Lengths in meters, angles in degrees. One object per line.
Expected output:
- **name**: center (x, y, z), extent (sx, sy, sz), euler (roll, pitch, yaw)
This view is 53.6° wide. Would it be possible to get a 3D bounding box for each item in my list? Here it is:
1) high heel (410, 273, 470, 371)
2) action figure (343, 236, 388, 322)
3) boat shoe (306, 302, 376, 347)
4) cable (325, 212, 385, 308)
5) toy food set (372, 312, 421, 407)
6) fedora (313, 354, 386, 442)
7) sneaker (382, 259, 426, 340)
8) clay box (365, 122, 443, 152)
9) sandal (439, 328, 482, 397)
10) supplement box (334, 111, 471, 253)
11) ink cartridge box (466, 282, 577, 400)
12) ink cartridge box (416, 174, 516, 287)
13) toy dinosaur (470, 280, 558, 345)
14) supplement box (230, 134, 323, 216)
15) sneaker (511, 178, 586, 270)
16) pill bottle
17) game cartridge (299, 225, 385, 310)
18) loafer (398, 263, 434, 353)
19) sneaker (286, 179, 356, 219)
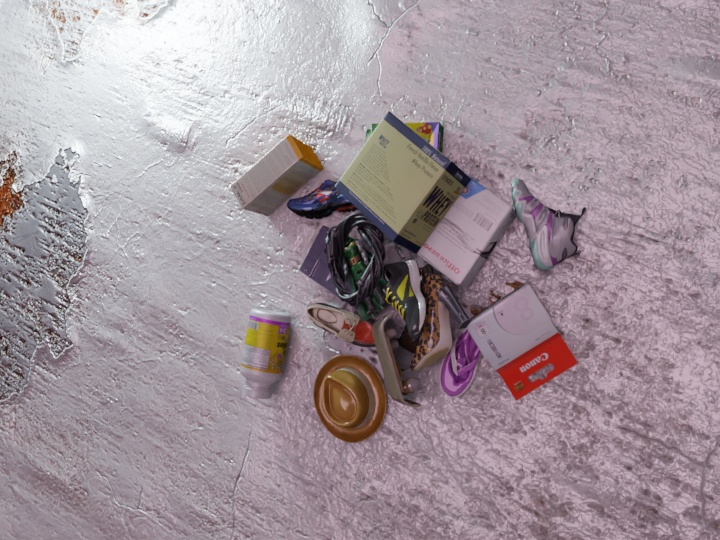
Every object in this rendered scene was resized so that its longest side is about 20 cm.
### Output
- **high heel**: center (0.145, 0.113, 1.549), extent (0.201, 0.070, 0.144), euler (-52, 55, 31)
- **action figure**: center (0.000, 0.000, 1.641), extent (0.117, 0.054, 0.204), euler (-34, 70, 19)
- **boat shoe**: center (-0.036, 0.126, 1.670), extent (0.196, 0.062, 0.073), euler (22, 91, 21)
- **cable**: center (-0.006, -0.020, 1.574), extent (0.160, 0.050, 0.206), euler (-14, 77, 38)
- **toy food set**: center (0.082, 0.196, 1.562), extent (0.059, 0.143, 0.206), euler (-15, 87, -9)
- **fedora**: center (-0.037, 0.296, 1.642), extent (0.195, 0.081, 0.207), euler (-3, 83, 22)
- **sneaker**: center (0.089, 0.064, 1.516), extent (0.082, 0.076, 0.203), euler (0, 46, -7)
- **clay box**: center (0.093, -0.282, 1.663), extent (0.194, 0.047, 0.119), euler (3, 86, 22)
- **sandal**: center (0.229, 0.180, 1.560), extent (0.081, 0.050, 0.207), euler (29, 94, 22)
- **supplement box**: center (0.091, -0.187, 1.531), extent (0.200, 0.133, 0.202), euler (43, 101, 27)
- **ink cartridge box**: center (0.337, 0.152, 1.490), extent (0.161, 0.057, 0.203), euler (-33, 86, 15)
- **ink cartridge box**: center (0.228, -0.087, 1.568), extent (0.144, 0.084, 0.202), euler (38, 99, 22)
- **toy dinosaur**: center (0.336, 0.082, 1.534), extent (0.194, 0.060, 0.110), euler (11, 100, 11)
- **supplement box**: center (-0.203, -0.229, 1.739), extent (0.198, 0.126, 0.074), euler (-38, 74, 14)
- **sneaker**: center (0.407, -0.117, 1.507), extent (0.137, 0.078, 0.205), euler (-21, 87, 17)
- **pill bottle**: center (-0.233, 0.201, 1.722), extent (0.101, 0.104, 0.206), euler (10, 89, 22)
- **game cartridge**: center (-0.041, -0.007, 1.702), extent (0.197, 0.038, 0.132), euler (32, 101, 22)
- **loafer**: center (0.123, 0.085, 1.592), extent (0.069, 0.073, 0.206), euler (10, 89, 0)
- **sneaker**: center (-0.085, -0.177, 1.722), extent (0.194, 0.075, 0.081), euler (-9, 73, 13)
